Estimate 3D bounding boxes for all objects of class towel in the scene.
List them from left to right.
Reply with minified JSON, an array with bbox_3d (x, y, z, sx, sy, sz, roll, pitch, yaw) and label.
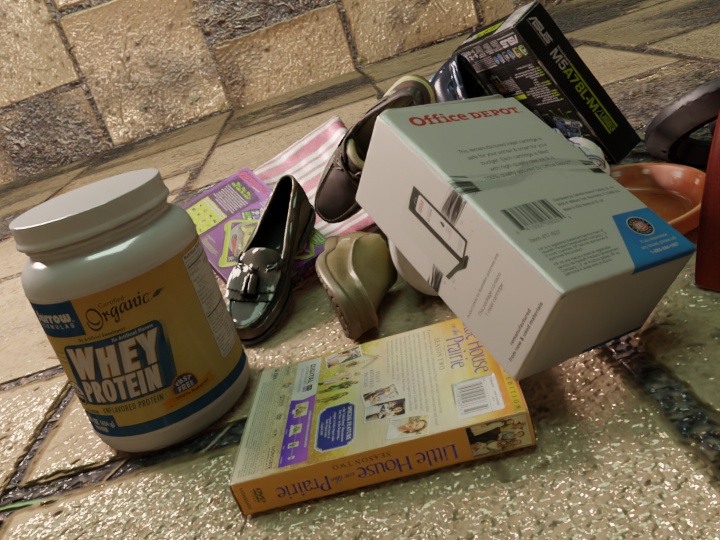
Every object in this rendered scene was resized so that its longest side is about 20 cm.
[{"bbox_3d":[-0.044,-0.108,0.885,0.146,0.030,0.201,-34,54,-3],"label":"towel"}]

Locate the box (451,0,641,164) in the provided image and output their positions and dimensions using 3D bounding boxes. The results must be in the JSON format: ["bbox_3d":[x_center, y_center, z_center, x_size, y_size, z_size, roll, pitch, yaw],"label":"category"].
[{"bbox_3d":[0.211,-0.210,0.833,0.048,0.193,0.200,-46,14,-2],"label":"box"}]

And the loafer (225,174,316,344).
[{"bbox_3d":[-0.102,-0.018,0.742,0.071,0.063,0.201,3,49,16],"label":"loafer"}]

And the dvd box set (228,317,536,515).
[{"bbox_3d":[0.014,0.095,0.505,0.198,0.030,0.147,-16,22,7],"label":"dvd box set"}]

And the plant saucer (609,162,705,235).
[{"bbox_3d":[0.241,-0.056,0.692,0.198,0.033,0.201,-16,21,6],"label":"plant saucer"}]

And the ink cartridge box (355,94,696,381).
[{"bbox_3d":[0.111,-0.037,0.514,0.145,0.085,0.200,-14,49,-32],"label":"ink cartridge box"}]

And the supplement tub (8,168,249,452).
[{"bbox_3d":[-0.189,0.031,0.589,0.143,0.202,0.145,-16,21,6],"label":"supplement tub"}]

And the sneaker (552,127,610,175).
[{"bbox_3d":[0.196,-0.110,0.698,0.075,0.089,0.200,-5,23,34],"label":"sneaker"}]

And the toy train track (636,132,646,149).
[{"bbox_3d":[0.309,-0.169,0.904,0.114,0.033,0.200,11,11,-34],"label":"toy train track"}]

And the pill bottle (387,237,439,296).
[{"bbox_3d":[0.078,-0.061,0.722,0.112,0.114,0.200,-16,22,5],"label":"pill bottle"}]

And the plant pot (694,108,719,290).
[{"bbox_3d":[0.367,-0.095,0.487,0.199,0.178,0.199,-30,25,-27],"label":"plant pot"}]

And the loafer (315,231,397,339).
[{"bbox_3d":[0.000,0.000,0.687,0.067,0.077,0.200,-22,21,5],"label":"loafer"}]

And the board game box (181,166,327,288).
[{"bbox_3d":[-0.131,-0.042,0.831,0.120,0.032,0.200,-37,51,-14],"label":"board game box"}]

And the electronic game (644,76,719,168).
[{"bbox_3d":[0.378,-0.150,0.674,0.197,0.042,0.200,-6,-15,-1],"label":"electronic game"}]

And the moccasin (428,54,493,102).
[{"bbox_3d":[0.151,-0.169,0.827,0.080,0.200,0.068,-29,-16,-40],"label":"moccasin"}]

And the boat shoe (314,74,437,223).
[{"bbox_3d":[0.003,-0.128,0.767,0.201,0.073,0.065,-53,-6,28],"label":"boat shoe"}]
